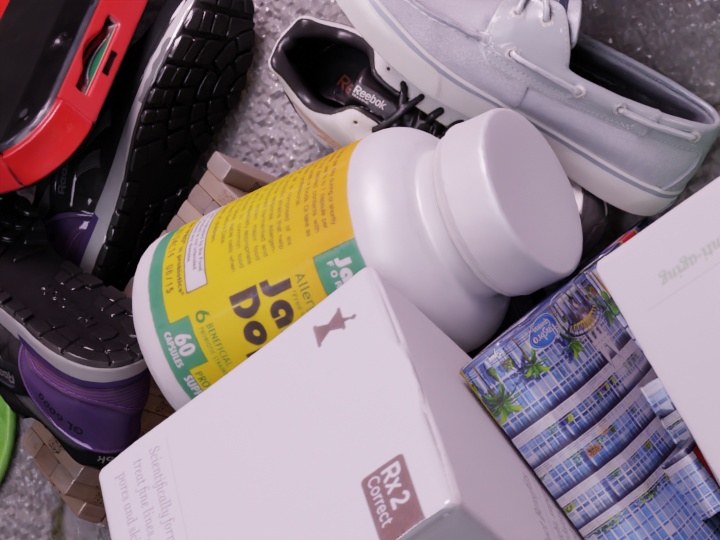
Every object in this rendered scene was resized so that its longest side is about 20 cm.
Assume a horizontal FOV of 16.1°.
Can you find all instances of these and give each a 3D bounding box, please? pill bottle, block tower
[{"bbox_3d":[0.000,0.000,1.201,0.200,0.113,0.113,-24,80,29],"label":"pill bottle"},{"bbox_3d":[-0.100,0.039,1.335,0.058,0.054,0.200,43,104,41],"label":"block tower"}]

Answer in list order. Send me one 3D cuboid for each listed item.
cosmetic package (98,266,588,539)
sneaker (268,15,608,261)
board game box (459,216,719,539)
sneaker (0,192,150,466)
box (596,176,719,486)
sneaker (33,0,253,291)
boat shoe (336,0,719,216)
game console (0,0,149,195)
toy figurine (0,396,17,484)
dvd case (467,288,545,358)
[{"bbox_3d":[0.017,0.143,1.118,0.165,0.200,0.165,-38,35,13],"label":"cosmetic package"},{"bbox_3d":[0.032,-0.061,1.259,0.200,0.080,0.074,31,88,26],"label":"sneaker"},{"bbox_3d":[0.151,0.087,1.172,0.062,0.200,0.200,-38,89,21],"label":"board game box"},{"bbox_3d":[-0.181,0.030,1.312,0.200,0.076,0.088,41,135,39],"label":"sneaker"},{"bbox_3d":[0.252,0.029,1.108,0.199,0.171,0.200,-35,76,23],"label":"box"},{"bbox_3d":[-0.131,-0.078,1.351,0.088,0.076,0.200,32,105,29],"label":"sneaker"},{"bbox_3d":[0.083,-0.104,1.208,0.201,0.070,0.072,31,118,-15],"label":"boat shoe"},{"bbox_3d":[-0.187,-0.110,1.335,0.177,0.031,0.200,-17,41,38],"label":"game console"},{"bbox_3d":[-0.320,0.092,1.393,0.200,0.184,0.150,-25,79,26],"label":"toy figurine"},{"bbox_3d":[0.023,0.093,1.308,0.200,0.025,0.151,-24,80,26],"label":"dvd case"}]
